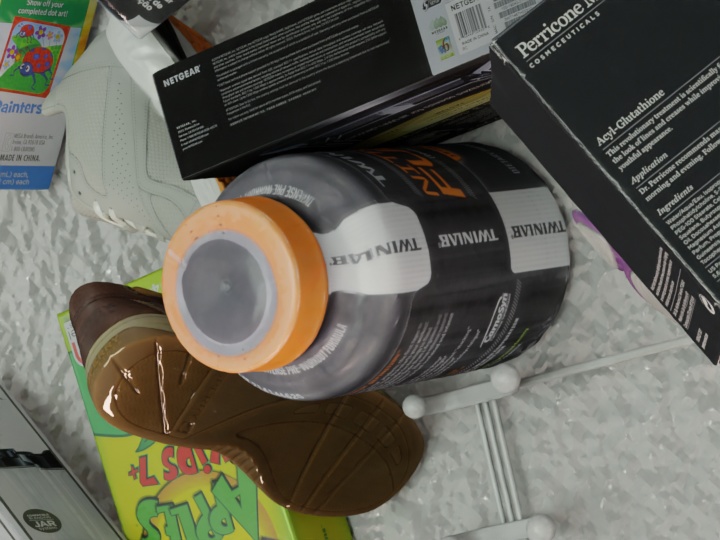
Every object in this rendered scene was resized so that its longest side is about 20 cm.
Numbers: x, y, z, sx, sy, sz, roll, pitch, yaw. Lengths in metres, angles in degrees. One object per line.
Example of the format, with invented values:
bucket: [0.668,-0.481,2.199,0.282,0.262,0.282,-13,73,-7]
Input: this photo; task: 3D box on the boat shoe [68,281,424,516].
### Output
boat shoe: [-0.053,0.053,1.253,0.072,0.200,0.072,-54,43,16]

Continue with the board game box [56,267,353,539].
board game box: [-0.070,0.098,1.341,0.101,0.048,0.201,-23,81,33]

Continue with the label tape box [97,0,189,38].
label tape box: [-0.077,-0.220,1.238,0.200,0.144,0.063,-37,34,19]

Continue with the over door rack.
over door rack: [0.115,0.104,1.207,0.199,0.067,0.148,-16,86,34]

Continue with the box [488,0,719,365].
box: [0.168,-0.084,1.041,0.200,0.079,0.141,-38,79,-7]

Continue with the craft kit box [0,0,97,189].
craft kit box: [-0.210,-0.137,1.324,0.048,0.200,0.198,31,110,36]

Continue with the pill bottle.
pill bottle: [0.000,0.000,1.194,0.106,0.200,0.107,3,96,33]

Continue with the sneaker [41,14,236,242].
sneaker: [-0.090,-0.037,1.305,0.092,0.076,0.200,-42,48,17]

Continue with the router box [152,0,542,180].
router box: [0.036,-0.095,1.189,0.199,0.157,0.052,-20,83,33]

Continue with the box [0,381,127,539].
box: [-0.178,0.153,1.376,0.200,0.060,0.117,44,124,39]

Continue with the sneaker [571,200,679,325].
sneaker: [0.187,-0.013,1.129,0.199,0.075,0.100,18,75,9]
